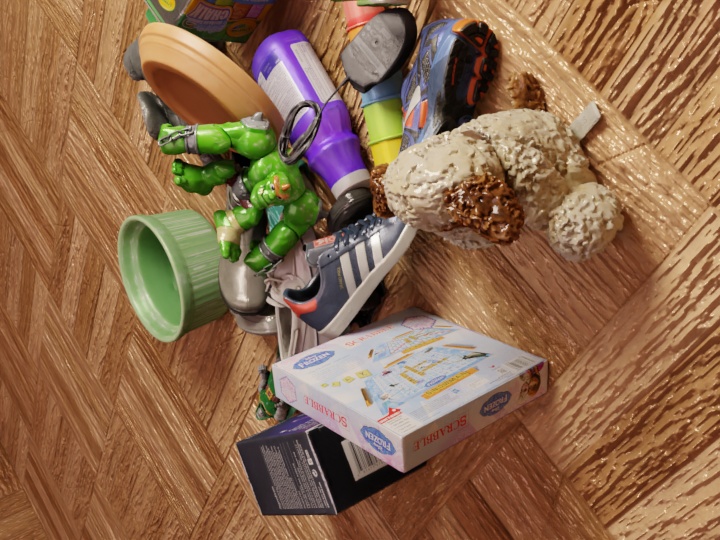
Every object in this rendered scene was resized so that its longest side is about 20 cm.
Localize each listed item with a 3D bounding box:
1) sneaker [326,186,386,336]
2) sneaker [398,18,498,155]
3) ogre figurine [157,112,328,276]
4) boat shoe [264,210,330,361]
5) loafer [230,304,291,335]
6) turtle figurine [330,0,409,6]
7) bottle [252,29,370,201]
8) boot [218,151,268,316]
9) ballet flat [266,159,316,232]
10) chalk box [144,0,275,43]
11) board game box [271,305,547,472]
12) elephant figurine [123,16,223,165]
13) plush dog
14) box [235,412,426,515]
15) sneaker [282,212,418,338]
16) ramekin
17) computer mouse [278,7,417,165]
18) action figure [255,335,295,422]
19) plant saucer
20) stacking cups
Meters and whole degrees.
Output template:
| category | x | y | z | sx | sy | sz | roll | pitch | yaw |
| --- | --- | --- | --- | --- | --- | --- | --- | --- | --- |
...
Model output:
| category | x | y | z | sx | sy | sz | roll | pitch | yaw |
| --- | --- | --- | --- | --- | --- | --- | --- | --- | --- |
| sneaker | -0.003 | 0.001 | 1.038 | 0.104 | 0.060 | 0.200 | 57 | 148 | 23 |
| sneaker | 0.072 | -0.148 | 0.862 | 0.078 | 0.075 | 0.200 | 42 | 121 | 49 |
| ogre figurine | -0.121 | -0.092 | 0.974 | 0.120 | 0.098 | 0.200 | -25 | 100 | 17 |
| boat shoe | -0.084 | 0.023 | 1.072 | 0.072 | 0.066 | 0.200 | 40 | 141 | 52 |
| loafer | -0.140 | 0.038 | 1.199 | 0.200 | 0.070 | 0.070 | -152 | 62 | -62 |
| turtle figurine | -0.017 | -0.345 | 0.814 | 0.144 | 0.200 | 0.194 | -96 | 7 | -80 |
| bottle | -0.053 | -0.174 | 1.014 | 0.200 | 0.065 | 0.084 | 61 | 150 | 13 |
| boot | -0.149 | -0.055 | 1.114 | 0.131 | 0.068 | 0.200 | 97 | 170 | -59 |
| ballet flat | -0.081 | -0.049 | 1.114 | 0.070 | 0.067 | 0.200 | 7 | 115 | 33 |
| chalk box | -0.173 | -0.340 | 1.002 | 0.200 | 0.124 | 0.125 | -45 | 70 | 33 |
| board game box | 0.048 | 0.110 | 0.902 | 0.199 | 0.200 | 0.041 | 21 | 123 | 47 |
| elephant figurine | -0.221 | -0.216 | 1.164 | 0.141 | 0.155 | 0.200 | -14 | 93 | 42 |
| plush dog | 0.102 | -0.080 | 0.765 | 0.200 | 0.172 | 0.161 | 10 | 113 | 51 |
| box | -0.041 | 0.230 | 1.117 | 0.200 | 0.148 | 0.105 | -23 | 88 | 54 |
| sneaker | -0.010 | -0.024 | 0.948 | 0.200 | 0.084 | 0.075 | -55 | 15 | 10 |
| ramekin | -0.282 | 0.002 | 1.367 | 0.200 | 0.098 | 0.200 | 26 | 126 | 43 |
| computer mouse | -0.013 | -0.180 | 0.892 | 0.200 | 0.034 | 0.059 | -43 | 68 | 25 |
| action figure | -0.111 | 0.158 | 1.256 | 0.118 | 0.055 | 0.200 | 57 | 143 | 25 |
| plant saucer | -0.173 | -0.195 | 1.009 | 0.200 | 0.037 | 0.200 | 32 | 165 | 10 |
| stacking cups | 0.017 | -0.192 | 0.918 | 0.060 | 0.060 | 0.200 | -9 | 98 | 54 |
